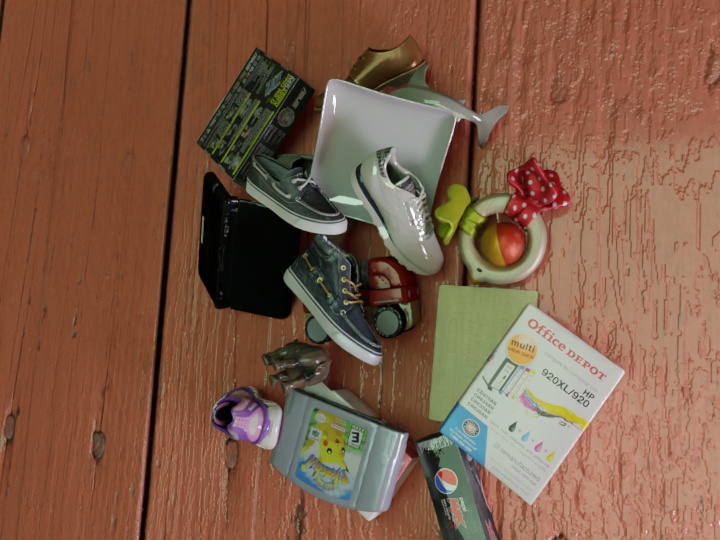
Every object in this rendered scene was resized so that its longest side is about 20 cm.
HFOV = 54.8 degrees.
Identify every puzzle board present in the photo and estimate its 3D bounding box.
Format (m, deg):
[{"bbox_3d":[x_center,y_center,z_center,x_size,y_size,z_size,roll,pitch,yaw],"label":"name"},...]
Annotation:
[{"bbox_3d":[0.180,0.127,1.023,0.148,0.017,0.205,3,85,22],"label":"puzzle board"}]

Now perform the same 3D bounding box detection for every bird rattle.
[{"bbox_3d":[0.208,-0.065,1.011,0.196,0.113,0.167,-12,90,8],"label":"bird rattle"}]

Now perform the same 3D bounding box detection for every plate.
[{"bbox_3d":[0.027,-0.168,1.046,0.196,0.032,0.203,16,117,5],"label":"plate"}]

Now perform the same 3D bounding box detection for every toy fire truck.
[{"bbox_3d":[0.000,0.000,1.071,0.173,0.128,0.205,-7,91,22],"label":"toy fire truck"}]

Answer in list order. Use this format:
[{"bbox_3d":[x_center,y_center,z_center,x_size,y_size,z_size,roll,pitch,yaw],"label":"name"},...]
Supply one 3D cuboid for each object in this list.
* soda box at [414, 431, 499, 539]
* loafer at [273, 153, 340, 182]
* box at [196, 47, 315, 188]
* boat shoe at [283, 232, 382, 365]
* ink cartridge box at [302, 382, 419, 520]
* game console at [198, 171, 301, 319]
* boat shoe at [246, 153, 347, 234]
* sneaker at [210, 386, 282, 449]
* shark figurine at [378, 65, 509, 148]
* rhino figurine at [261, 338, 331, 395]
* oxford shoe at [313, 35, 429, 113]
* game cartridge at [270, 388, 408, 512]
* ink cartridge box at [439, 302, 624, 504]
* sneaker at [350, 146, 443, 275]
[{"bbox_3d":[0.142,0.329,0.982,0.062,0.071,0.204,-21,75,20],"label":"soda box"},{"bbox_3d":[-0.105,-0.164,1.150,0.196,0.070,0.072,5,83,23],"label":"loafer"},{"bbox_3d":[-0.182,-0.261,1.182,0.160,0.044,0.202,41,100,41],"label":"box"},{"bbox_3d":[-0.023,0.036,0.979,0.200,0.071,0.091,44,103,24],"label":"boat shoe"},{"bbox_3d":[-0.019,0.263,1.062,0.199,0.067,0.117,38,98,21],"label":"ink cartridge box"},{"bbox_3d":[-0.190,-0.041,1.155,0.176,0.114,0.203,48,135,48],"label":"game console"},{"bbox_3d":[-0.096,-0.120,1.045,0.199,0.071,0.069,33,125,32],"label":"boat shoe"},{"bbox_3d":[-0.197,0.224,1.091,0.199,0.087,0.082,-1,78,61],"label":"sneaker"},{"bbox_3d":[0.110,-0.263,1.047,0.211,0.128,0.091,11,75,23],"label":"shark figurine"},{"bbox_3d":[-0.103,0.141,1.069,0.086,0.199,0.061,-17,96,-19],"label":"rhino figurine"},{"bbox_3d":[0.007,-0.312,1.110,0.197,0.072,0.072,-24,112,11],"label":"oxford shoe"},{"bbox_3d":[-0.037,0.266,1.014,0.197,0.040,0.136,16,94,24],"label":"game cartridge"},{"bbox_3d":[0.223,0.167,0.914,0.146,0.145,0.202,36,93,14],"label":"ink cartridge box"},{"bbox_3d":[0.068,-0.082,1.008,0.080,0.077,0.201,-26,108,37],"label":"sneaker"}]
